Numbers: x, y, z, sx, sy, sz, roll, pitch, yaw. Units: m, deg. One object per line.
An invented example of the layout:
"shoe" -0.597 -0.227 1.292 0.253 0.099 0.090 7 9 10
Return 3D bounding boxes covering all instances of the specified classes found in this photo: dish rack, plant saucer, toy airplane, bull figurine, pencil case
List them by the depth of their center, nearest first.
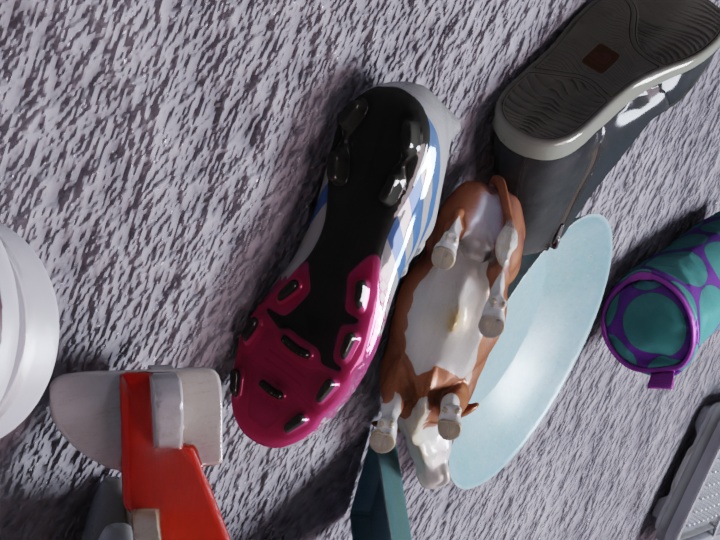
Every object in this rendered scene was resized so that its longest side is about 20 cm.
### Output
"toy airplane" -0.100 0.139 0.996 0.141 0.200 0.200 -23 140 -5
"bull figurine" 0.048 0.044 1.293 0.121 0.065 0.201 -76 179 -71
"plant saucer" 0.016 0.178 1.304 0.200 0.019 0.070 -100 -158 -58
"plant saucer" 0.098 0.046 1.461 0.201 0.039 0.201 -48 155 -31
"pencil case" 0.261 0.018 1.724 0.200 0.085 0.093 -26 111 -54
"dish rack" 0.346 0.189 2.172 0.200 0.043 0.172 -2 118 -65

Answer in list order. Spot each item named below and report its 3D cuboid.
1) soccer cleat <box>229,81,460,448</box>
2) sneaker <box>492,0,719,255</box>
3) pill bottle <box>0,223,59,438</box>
"soccer cleat" 0.000 0.000 1.146 0.086 0.070 0.201 1 115 -65
"sneaker" 0.143 -0.096 1.365 0.200 0.075 0.106 -34 151 -33
"pill bottle" -0.180 0.015 0.707 0.113 0.113 0.200 -64 158 6
